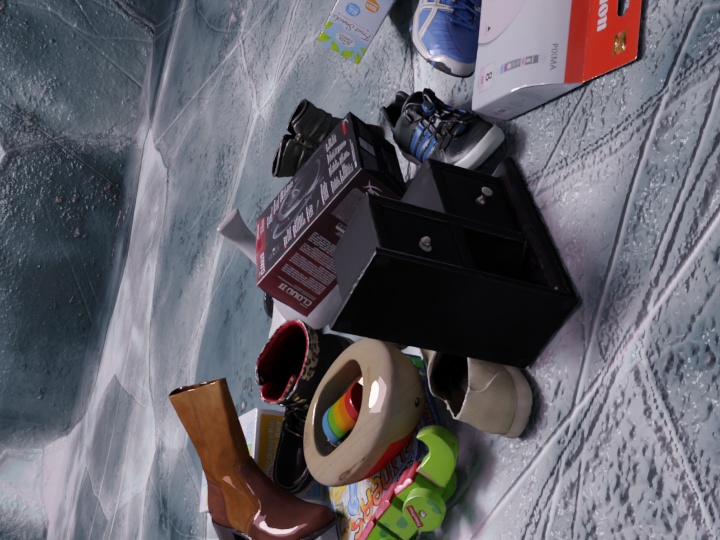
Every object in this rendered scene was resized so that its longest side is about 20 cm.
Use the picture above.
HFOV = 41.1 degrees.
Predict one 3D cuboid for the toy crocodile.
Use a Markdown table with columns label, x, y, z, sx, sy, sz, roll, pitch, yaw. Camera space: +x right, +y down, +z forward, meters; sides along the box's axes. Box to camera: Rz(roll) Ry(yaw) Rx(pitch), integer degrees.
| label | x | y | z | sx | sy | sz | roll | pitch | yaw |
| --- | --- | --- | --- | --- | --- | --- | --- | --- | --- |
| toy crocodile | 0.039 | 0.236 | 0.928 | 0.201 | 0.061 | 0.068 | -59 | -6 | 28 |

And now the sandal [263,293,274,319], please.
| label | x | y | z | sx | sy | sz | roll | pitch | yaw |
| --- | --- | --- | --- | --- | --- | --- | --- | --- | --- |
| sandal | -0.105 | -0.028 | 1.388 | 0.048 | 0.074 | 0.203 | 174 | 107 | -83 |

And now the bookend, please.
| label | x | y | z | sx | sy | sz | roll | pitch | yaw |
| --- | --- | --- | --- | --- | --- | --- | --- | --- | --- |
| bookend | 0.064 | -0.030 | 0.864 | 0.092 | 0.197 | 0.201 | -59 | 29 | 35 |

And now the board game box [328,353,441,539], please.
| label | x | y | z | sx | sy | sz | roll | pitch | yaw |
| --- | --- | --- | --- | --- | --- | --- | --- | --- | --- |
| board game box | 0.023 | 0.206 | 1.042 | 0.201 | 0.034 | 0.136 | -60 | 30 | 34 |

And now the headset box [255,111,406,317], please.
| label | x | y | z | sx | sy | sz | roll | pitch | yaw |
| --- | --- | --- | --- | --- | --- | --- | --- | --- | --- |
| headset box | -0.043 | -0.058 | 1.082 | 0.200 | 0.077 | 0.149 | -48 | 25 | 21 |

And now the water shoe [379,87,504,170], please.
| label | x | y | z | sx | sy | sz | roll | pitch | yaw |
| --- | --- | --- | --- | --- | --- | --- | --- | --- | --- |
| water shoe | 0.075 | -0.148 | 1.014 | 0.072 | 0.079 | 0.200 | -45 | 22 | -10 |

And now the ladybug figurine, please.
| label | x | y | z | sx | sy | sz | roll | pitch | yaw |
| --- | --- | --- | --- | --- | --- | --- | --- | --- | --- |
| ladybug figurine | 0.004 | 0.149 | 0.980 | 0.200 | 0.071 | 0.137 | -46 | 38 | 48 |

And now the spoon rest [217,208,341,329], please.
| label | x | y | z | sx | sy | sz | roll | pitch | yaw |
| --- | --- | --- | --- | --- | --- | --- | --- | --- | --- |
| spoon rest | -0.100 | -0.002 | 1.265 | 0.099 | 0.200 | 0.061 | -48 | -16 | -10 |

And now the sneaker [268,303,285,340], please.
| label | x | y | z | sx | sy | sz | roll | pitch | yaw |
| --- | --- | --- | --- | --- | --- | --- | --- | --- | --- |
| sneaker | -0.099 | 0.058 | 1.327 | 0.084 | 0.072 | 0.202 | -20 | 62 | 59 |

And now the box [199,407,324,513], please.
| label | x | y | z | sx | sy | sz | roll | pitch | yaw |
| --- | --- | --- | --- | --- | --- | --- | --- | --- | --- |
| box | -0.131 | 0.259 | 1.270 | 0.200 | 0.100 | 0.114 | -35 | 48 | 56 |

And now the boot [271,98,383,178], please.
| label | x | y | z | sx | sy | sz | roll | pitch | yaw |
| --- | --- | --- | --- | --- | --- | --- | --- | --- | --- |
| boot | -0.061 | -0.116 | 1.253 | 0.068 | 0.129 | 0.202 | 44 | 119 | 61 |

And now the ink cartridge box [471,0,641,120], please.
| label | x | y | z | sx | sy | sz | roll | pitch | yaw |
| --- | --- | --- | --- | --- | --- | --- | --- | --- | --- |
| ink cartridge box | 0.179 | -0.245 | 0.896 | 0.200 | 0.056 | 0.164 | 160 | 119 | -67 |

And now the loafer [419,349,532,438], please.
| label | x | y | z | sx | sy | sz | roll | pitch | yaw |
| --- | --- | --- | --- | --- | --- | --- | --- | --- | --- |
| loafer | 0.093 | 0.083 | 0.907 | 0.076 | 0.068 | 0.200 | -70 | 26 | 16 |

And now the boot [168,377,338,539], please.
| label | x | y | z | sx | sy | sz | roll | pitch | yaw |
| --- | --- | --- | --- | --- | --- | --- | --- | --- | --- |
| boot | -0.123 | 0.214 | 1.095 | 0.187 | 0.068 | 0.202 | -9 | 100 | 47 |

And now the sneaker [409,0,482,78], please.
| label | x | y | z | sx | sy | sz | roll | pitch | yaw |
| --- | --- | --- | --- | --- | --- | --- | --- | --- | --- |
| sneaker | 0.099 | -0.299 | 1.056 | 0.077 | 0.075 | 0.202 | 129 | 143 | -52 |

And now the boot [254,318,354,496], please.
| label | x | y | z | sx | sy | sz | roll | pitch | yaw |
| --- | --- | --- | --- | --- | --- | --- | --- | --- | --- |
| boot | -0.074 | 0.156 | 1.114 | 0.073 | 0.151 | 0.202 | 20 | 81 | 26 |

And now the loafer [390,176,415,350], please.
| label | x | y | z | sx | sy | sz | roll | pitch | yaw |
| --- | --- | --- | --- | --- | --- | --- | --- | --- | --- |
| loafer | 0.053 | -0.014 | 1.018 | 0.070 | 0.069 | 0.202 | -36 | 40 | 58 |

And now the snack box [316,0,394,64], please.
| label | x | y | z | sx | sy | sz | roll | pitch | yaw |
| --- | --- | --- | --- | --- | --- | --- | --- | --- | --- |
| snack box | 0.032 | -0.381 | 1.185 | 0.200 | 0.067 | 0.169 | -54 | 10 | 40 |
